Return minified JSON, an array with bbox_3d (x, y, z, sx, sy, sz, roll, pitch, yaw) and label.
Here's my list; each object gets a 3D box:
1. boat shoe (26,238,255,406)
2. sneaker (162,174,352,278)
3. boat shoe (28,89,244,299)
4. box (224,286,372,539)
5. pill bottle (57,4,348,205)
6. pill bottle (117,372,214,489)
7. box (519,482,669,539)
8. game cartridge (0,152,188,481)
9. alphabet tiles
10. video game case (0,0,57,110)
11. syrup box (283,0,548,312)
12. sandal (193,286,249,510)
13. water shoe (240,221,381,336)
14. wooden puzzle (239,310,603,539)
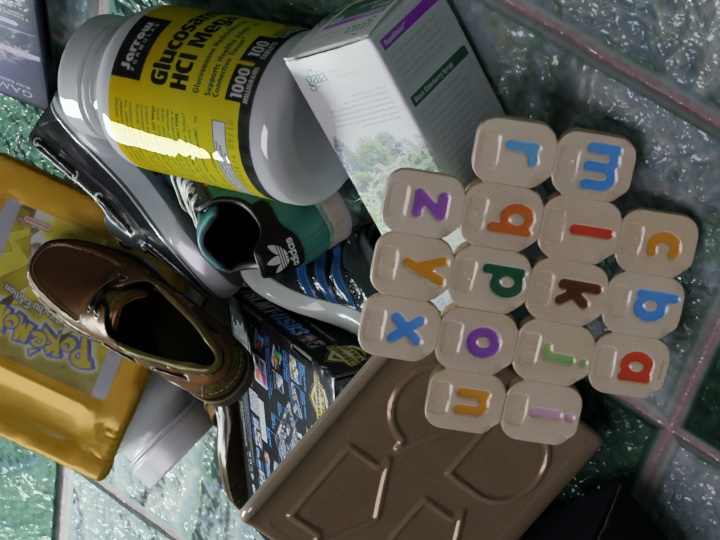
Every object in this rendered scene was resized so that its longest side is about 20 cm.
[{"bbox_3d":[-0.165,0.026,1.421,0.199,0.072,0.068,26,171,20],"label":"boat shoe"},{"bbox_3d":[-0.094,-0.048,1.360,0.199,0.080,0.072,23,139,50],"label":"sneaker"},{"bbox_3d":[-0.165,-0.049,1.449,0.057,0.069,0.200,-44,83,17],"label":"boat shoe"},{"bbox_3d":[-0.033,0.130,1.411,0.198,0.049,0.202,31,131,60],"label":"box"},{"bbox_3d":[-0.101,-0.115,1.302,0.199,0.112,0.113,14,133,34],"label":"pill bottle"},{"bbox_3d":[-0.208,0.075,1.575,0.200,0.112,0.112,46,142,0],"label":"pill bottle"},{"bbox_3d":[0.154,0.284,1.382,0.199,0.124,0.197,-29,110,41],"label":"box"},{"bbox_3d":[-0.236,0.036,1.501,0.175,0.032,0.201,23,95,4],"label":"game cartridge"},{"bbox_3d":[0.101,0.008,1.196,0.194,0.015,0.202,8,108,-5],"label":"alphabet tiles"},{"bbox_3d":[-0.291,-0.200,1.420,0.142,0.019,0.200,22,152,8],"label":"video game case"},{"bbox_3d":[0.044,-0.075,1.229,0.078,0.081,0.201,-10,116,45],"label":"syrup box"},{"bbox_3d":[-0.097,0.094,1.521,0.054,0.081,0.201,28,142,51],"label":"sandal"},{"bbox_3d":[0.000,0.000,1.365,0.199,0.071,0.080,23,104,37],"label":"water shoe"},{"bbox_3d":[0.039,0.130,1.298,0.200,0.186,0.046,36,-172,-34],"label":"wooden puzzle"}]
